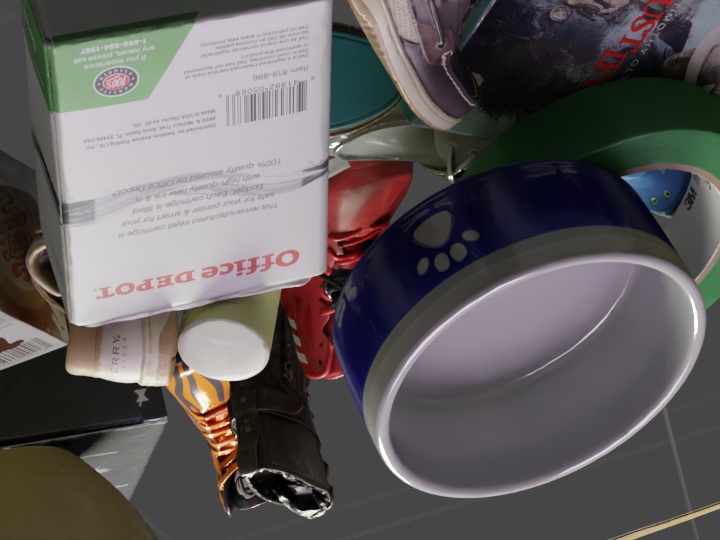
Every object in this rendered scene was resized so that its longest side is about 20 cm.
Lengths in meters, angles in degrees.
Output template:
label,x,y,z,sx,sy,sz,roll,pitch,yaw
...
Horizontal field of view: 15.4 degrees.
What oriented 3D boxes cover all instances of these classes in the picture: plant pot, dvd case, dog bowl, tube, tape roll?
label,x,y,z,sx,sy,sz,roll,pitch,yaw
plant pot,-0.216,0.191,1.716,0.200,0.135,0.200,-12,160,-4
dvd case,0.137,-0.127,1.493,0.200,0.022,0.146,7,131,-38
dog bowl,0.088,0.034,1.491,0.200,0.079,0.200,-16,141,-14
tube,-0.062,-0.027,1.493,0.058,0.200,0.052,3,136,4
tape roll,0.141,-0.024,1.559,0.200,0.048,0.201,-17,142,-14

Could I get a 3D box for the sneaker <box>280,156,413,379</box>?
label,x,y,z,sx,sy,sz,roll,pitch,yaw
sneaker,0.000,0.000,1.696,0.078,0.116,0.200,-10,161,-17

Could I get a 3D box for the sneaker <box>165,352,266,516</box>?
label,x,y,z,sx,sy,sz,roll,pitch,yaw
sneaker,-0.089,0.114,1.945,0.077,0.112,0.200,-19,160,9

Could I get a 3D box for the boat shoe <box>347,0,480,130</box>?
label,x,y,z,sx,sy,sz,roll,pitch,yaw
boat shoe,0.029,-0.144,1.358,0.065,0.072,0.200,-24,139,9

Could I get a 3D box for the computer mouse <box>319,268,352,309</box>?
label,x,y,z,sx,sy,sz,roll,pitch,yaw
computer mouse,-0.058,-0.030,1.594,0.200,0.044,0.110,26,161,-12

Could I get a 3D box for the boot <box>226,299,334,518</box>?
label,x,y,z,sx,sy,sz,roll,pitch,yaw
boot,-0.052,0.086,1.804,0.069,0.174,0.200,-23,159,21

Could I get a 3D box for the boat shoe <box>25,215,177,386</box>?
label,x,y,z,sx,sy,sz,roll,pitch,yaw
boat shoe,-0.152,-0.008,1.482,0.069,0.200,0.074,-2,122,-16

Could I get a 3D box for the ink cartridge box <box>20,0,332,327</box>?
label,x,y,z,sx,sy,sz,roll,pitch,yaw
ink cartridge box,-0.094,-0.077,1.366,0.146,0.083,0.200,-11,137,-13

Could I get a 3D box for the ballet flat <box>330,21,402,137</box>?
label,x,y,z,sx,sy,sz,roll,pitch,yaw
ballet flat,-0.075,-0.100,1.473,0.200,0.071,0.065,-7,-174,-16

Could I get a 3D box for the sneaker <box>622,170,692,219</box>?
label,x,y,z,sx,sy,sz,roll,pitch,yaw
sneaker,0.162,-0.066,1.655,0.200,0.105,0.076,-28,157,31

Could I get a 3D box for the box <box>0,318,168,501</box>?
label,x,y,z,sx,sy,sz,roll,pitch,yaw
box,-0.225,0.099,1.816,0.148,0.105,0.200,-8,159,-19

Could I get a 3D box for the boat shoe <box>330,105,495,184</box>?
label,x,y,z,sx,sy,sz,roll,pitch,yaw
boat shoe,0.069,-0.085,1.587,0.200,0.069,0.072,-9,160,-18

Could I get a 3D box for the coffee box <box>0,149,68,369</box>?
label,x,y,z,sx,sy,sz,roll,pitch,yaw
coffee box,-0.247,-0.020,1.463,0.080,0.115,0.200,-20,159,15
